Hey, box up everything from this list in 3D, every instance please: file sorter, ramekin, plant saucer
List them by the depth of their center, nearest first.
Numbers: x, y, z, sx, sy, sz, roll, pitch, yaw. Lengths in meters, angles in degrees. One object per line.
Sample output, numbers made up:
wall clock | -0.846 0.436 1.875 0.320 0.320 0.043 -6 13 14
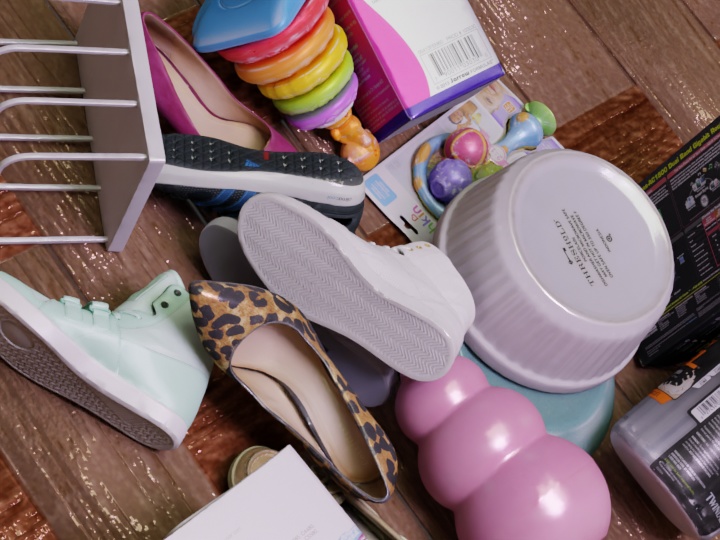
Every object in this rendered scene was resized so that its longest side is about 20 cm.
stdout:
file sorter | -0.239 -0.135 1.552 0.124 0.139 0.201 0 62 -23
ramekin | 0.167 -0.008 1.652 0.201 0.094 0.204 13 59 -23
plant saucer | 0.135 0.072 1.673 0.199 0.036 0.201 13 60 -23

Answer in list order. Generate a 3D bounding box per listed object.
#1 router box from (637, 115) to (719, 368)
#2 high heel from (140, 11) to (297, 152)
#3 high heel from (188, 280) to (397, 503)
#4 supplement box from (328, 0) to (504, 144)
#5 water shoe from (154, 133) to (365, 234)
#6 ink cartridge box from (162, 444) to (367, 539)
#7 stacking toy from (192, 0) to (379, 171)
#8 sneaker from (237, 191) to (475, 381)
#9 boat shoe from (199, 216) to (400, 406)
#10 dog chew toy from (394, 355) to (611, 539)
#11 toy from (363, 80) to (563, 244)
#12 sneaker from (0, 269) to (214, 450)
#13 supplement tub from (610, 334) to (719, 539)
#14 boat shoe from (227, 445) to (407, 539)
router box | 0.298 -0.025 1.716 0.062 0.200 0.151 3 61 -34
high heel | -0.115 -0.132 1.636 0.199 0.096 0.068 27 53 -10
high heel | -0.046 0.089 1.482 0.200 0.071 0.143 44 7 -40
supplement box | 0.022 -0.225 1.722 0.101 0.103 0.201 -26 90 -21
water shoe | -0.097 -0.056 1.613 0.199 0.079 0.072 8 27 0
ink cartridge box | -0.061 0.259 1.399 0.146 0.147 0.200 -34 81 -36
stacking toy | -0.040 -0.162 1.682 0.200 0.109 0.116 55 46 -30
sneaker | 0.000 0.000 1.569 0.200 0.074 0.116 38 26 1
boat shoe | -0.039 0.021 1.604 0.200 0.070 0.066 40 44 -1
dog chew toy | 0.102 0.149 1.564 0.124 0.125 0.200 -31 75 -36
toy | 0.104 -0.093 1.754 0.115 0.047 0.200 47 52 6
sneaker | -0.196 0.035 1.508 0.200 0.074 0.119 36 58 -16
supplement tub | 0.313 0.115 1.640 0.200 0.123 0.123 -39 82 -5
boat shoe | -0.011 0.199 1.512 0.201 0.063 0.073 44 52 3
